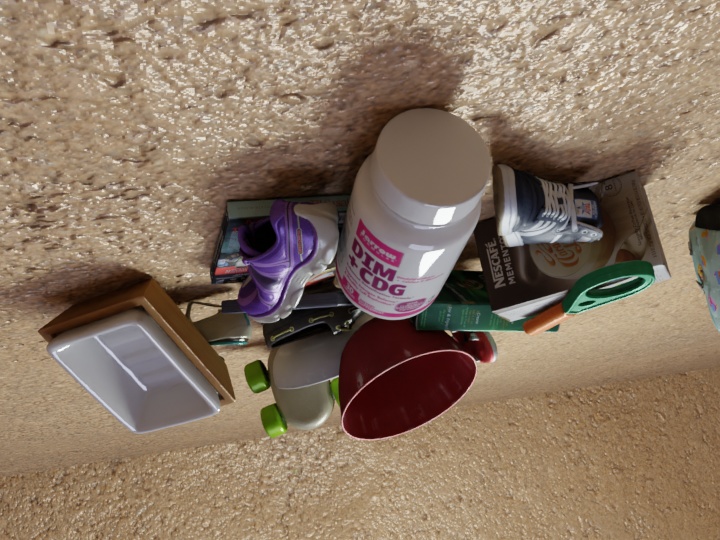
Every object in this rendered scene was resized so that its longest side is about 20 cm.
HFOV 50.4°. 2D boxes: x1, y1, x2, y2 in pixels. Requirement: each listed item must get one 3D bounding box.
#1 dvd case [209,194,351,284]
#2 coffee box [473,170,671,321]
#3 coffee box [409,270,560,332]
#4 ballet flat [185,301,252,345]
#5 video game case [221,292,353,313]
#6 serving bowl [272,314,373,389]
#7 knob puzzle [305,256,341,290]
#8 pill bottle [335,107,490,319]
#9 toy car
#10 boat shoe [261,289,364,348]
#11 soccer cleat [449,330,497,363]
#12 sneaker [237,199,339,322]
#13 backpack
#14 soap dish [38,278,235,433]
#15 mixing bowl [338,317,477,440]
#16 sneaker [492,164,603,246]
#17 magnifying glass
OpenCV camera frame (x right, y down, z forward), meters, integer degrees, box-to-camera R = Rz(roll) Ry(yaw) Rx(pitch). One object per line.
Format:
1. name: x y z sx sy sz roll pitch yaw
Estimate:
1. dvd case: -0.085 -0.030 0.839 0.144 0.022 0.200 -5 163 -17
2. coffee box: 0.246 -0.023 0.901 0.198 0.116 0.080 -19 161 24
3. coffee box: 0.155 0.038 1.023 0.197 0.044 0.123 2 -160 -12
4. ballet flat: -0.237 0.077 1.022 0.198 0.070 0.069 -8 164 13
5. video game case: -0.075 0.041 0.972 0.141 0.019 0.200 -5 178 11
6. serving bowl: -0.049 0.111 1.183 0.198 0.066 0.200 -19 -173 2
7. knob puzzle: 0.000 0.000 0.887 0.217 0.031 0.220 -22 177 -1
8. pill bottle: 0.043 -0.045 0.689 0.112 0.115 0.201 -6 154 -13
9. toy car: -0.096 0.201 1.388 0.163 0.159 0.200 -22 174 4
10. boat shoe: -0.045 0.066 1.102 0.199 0.061 0.072 -12 165 6
11. soccer cleat: 0.154 0.067 1.096 0.084 0.069 0.200 -16 -156 -17
12. sneaker: -0.089 -0.016 0.758 0.083 0.081 0.200 14 146 -19
13. backpack: 0.536 0.001 1.007 0.174 0.203 0.153 -11 179 -4
14. soap dish: -0.267 0.107 0.942 0.156 0.082 0.201 -17 128 20
15. mixing bowl: 0.046 0.129 1.036 0.198 0.109 0.201 -18 144 -14
16. sneaker: 0.193 -0.067 0.781 0.107 0.071 0.200 -3 172 14
17. magnifying glass: 0.249 0.034 0.864 0.079 0.023 0.200 1 156 -24
